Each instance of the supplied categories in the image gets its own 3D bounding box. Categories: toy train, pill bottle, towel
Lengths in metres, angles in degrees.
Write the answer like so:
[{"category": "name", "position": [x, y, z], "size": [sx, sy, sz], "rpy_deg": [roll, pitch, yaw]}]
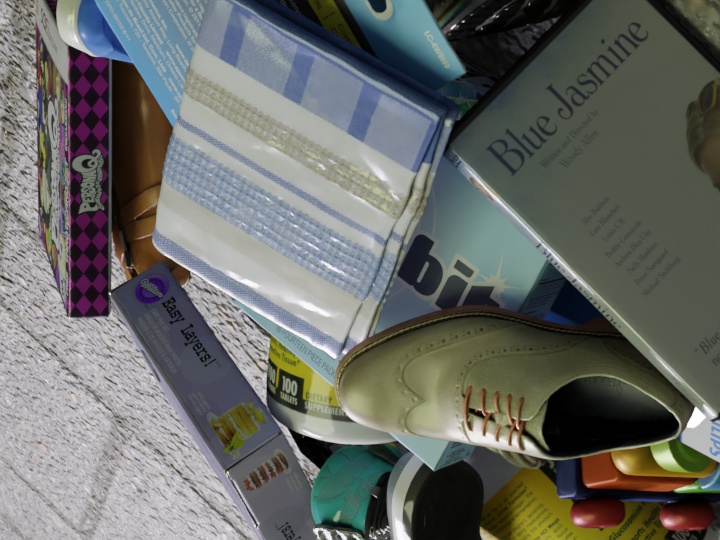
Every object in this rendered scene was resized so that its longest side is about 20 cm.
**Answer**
[{"category": "toy train", "position": [0.161, 0.106, 1.025], "size": [0.115, 0.198, 0.086], "rpy_deg": [-22, 65, 59]}, {"category": "pill bottle", "position": [0.137, 0.154, 1.171], "size": [0.200, 0.112, 0.113], "rpy_deg": [44, 151, 2]}, {"category": "towel", "position": [-0.034, -0.047, 0.912], "size": [0.146, 0.024, 0.201], "rpy_deg": [29, 136, 9]}, {"category": "pill bottle", "position": [0.000, 0.000, 1.109], "size": [0.112, 0.112, 0.202], "rpy_deg": [17, 109, 40]}]

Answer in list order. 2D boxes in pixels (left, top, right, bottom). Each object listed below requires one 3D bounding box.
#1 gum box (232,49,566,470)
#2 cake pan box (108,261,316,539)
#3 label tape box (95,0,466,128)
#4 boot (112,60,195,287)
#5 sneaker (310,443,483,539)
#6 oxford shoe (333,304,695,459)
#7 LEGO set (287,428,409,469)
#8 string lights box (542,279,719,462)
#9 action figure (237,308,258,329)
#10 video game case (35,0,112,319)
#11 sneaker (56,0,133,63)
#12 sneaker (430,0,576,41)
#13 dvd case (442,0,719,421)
[{"category": "gum box", "position": [0.033, -0.018, 0.988], "size": [0.170, 0.044, 0.201], "rpy_deg": [38, 115, 24]}, {"category": "cake pan box", "position": [-0.089, 0.117, 1.208], "size": [0.185, 0.052, 0.201], "rpy_deg": [53, 170, 40]}, {"category": "label tape box", "position": [-0.034, -0.135, 0.916], "size": [0.199, 0.066, 0.144], "rpy_deg": [-26, 98, 42]}, {"category": "boot", "position": [-0.144, -0.077, 1.217], "size": [0.200, 0.076, 0.157], "rpy_deg": [-45, 53, 53]}, {"category": "sneaker", "position": [0.020, 0.147, 1.095], "size": [0.120, 0.084, 0.201], "rpy_deg": [29, 157, 27]}, {"category": "oxford shoe", "position": [0.078, 0.063, 0.909], "size": [0.198, 0.074, 0.072], "rpy_deg": [-5, 111, 14]}, {"category": "LEGO set", "position": [0.034, 0.131, 1.252], "size": [0.116, 0.153, 0.202], "rpy_deg": [33, 146, 56]}, {"category": "string lights box", "position": [0.156, 0.020, 1.003], "size": [0.199, 0.103, 0.059], "rpy_deg": [28, 145, 29]}, {"category": "action figure", "position": [-0.048, -0.007, 1.263], "size": [0.131, 0.069, 0.200], "rpy_deg": [61, 144, 9]}, {"category": "video game case", "position": [-0.209, -0.092, 1.253], "size": [0.181, 0.035, 0.202], "rpy_deg": [-126, 36, -61]}, {"category": "sneaker", "position": [-0.086, -0.151, 1.044], "size": [0.110, 0.199, 0.078], "rpy_deg": [23, 104, 26]}, {"category": "sneaker", "position": [0.082, -0.187, 0.905], "size": [0.200, 0.076, 0.090], "rpy_deg": [135, 122, -62]}, {"category": "dvd case", "position": [0.156, -0.043, 0.886], "size": [0.200, 0.143, 0.018], "rpy_deg": [44, 165, 2]}]
